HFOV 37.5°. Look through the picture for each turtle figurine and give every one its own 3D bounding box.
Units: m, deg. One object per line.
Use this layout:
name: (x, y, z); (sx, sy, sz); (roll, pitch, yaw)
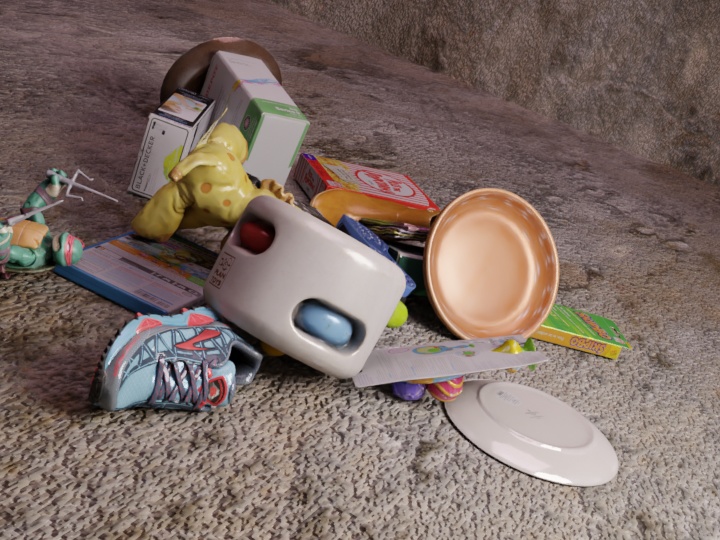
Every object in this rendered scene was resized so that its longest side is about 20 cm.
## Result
turtle figurine: (-0.353, -0.042, 1.063); (0.199, 0.101, 0.150); (6, 22, -3)

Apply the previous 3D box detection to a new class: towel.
towel: (0.105, -0.040, 1.412); (0.199, 0.023, 0.143); (12, 0, -25)

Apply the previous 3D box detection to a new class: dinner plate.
dinner plate: (0.186, 0.163, 1.139); (0.199, 0.024, 0.200); (17, 19, -6)

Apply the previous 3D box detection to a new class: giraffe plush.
giraffe plush: (-0.142, -0.074, 1.234); (0.162, 0.200, 0.173); (41, 53, -8)

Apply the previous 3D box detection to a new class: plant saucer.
plant saucer: (-0.216, -0.274, 1.678); (0.199, 0.201, 0.032); (6, 40, -34)
plant saucer: (0.161, -0.002, 1.336); (0.199, 0.201, 0.037); (9, -8, -26)

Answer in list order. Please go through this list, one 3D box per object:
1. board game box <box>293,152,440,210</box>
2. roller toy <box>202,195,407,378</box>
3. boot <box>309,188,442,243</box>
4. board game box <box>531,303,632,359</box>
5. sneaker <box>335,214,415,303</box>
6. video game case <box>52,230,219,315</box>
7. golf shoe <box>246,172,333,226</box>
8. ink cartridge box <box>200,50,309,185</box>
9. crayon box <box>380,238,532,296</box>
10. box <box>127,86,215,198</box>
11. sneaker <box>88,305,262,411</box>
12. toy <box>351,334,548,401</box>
board game box: (0.008, -0.124, 1.695); (0.199, 0.047, 0.152); (10, 22, -25)
roller toy: (-0.062, 0.021, 1.071); (0.199, 0.140, 0.182); (29, -2, 14)
boot: (0.034, -0.075, 1.505); (0.143, 0.071, 0.201); (7, 2, 35)
board game box: (0.267, 0.072, 1.448); (0.199, 0.030, 0.096); (13, 21, -10)
sneaker: (0.000, 0.000, 1.303); (0.070, 0.078, 0.200); (31, 13, -28)
video game case: (-0.228, 0.000, 1.193); (0.143, 0.018, 0.200); (24, 20, 14)
golf shoe: (-0.106, -0.066, 1.417); (0.200, 0.078, 0.094); (36, 14, 22)
ink cartridge box: (-0.171, -0.214, 1.579); (0.087, 0.146, 0.200); (4, 33, -36)
crayon box: (0.111, 0.005, 1.407); (0.199, 0.051, 0.127); (11, 8, -22)
box: (-0.263, -0.178, 1.489); (0.060, 0.117, 0.200); (20, 18, -5)
sneaker: (-0.155, 0.085, 0.946); (0.095, 0.080, 0.200); (29, 22, 19)
toy: (0.089, 0.109, 1.118); (0.199, 0.048, 0.115); (-10, 11, -5)
